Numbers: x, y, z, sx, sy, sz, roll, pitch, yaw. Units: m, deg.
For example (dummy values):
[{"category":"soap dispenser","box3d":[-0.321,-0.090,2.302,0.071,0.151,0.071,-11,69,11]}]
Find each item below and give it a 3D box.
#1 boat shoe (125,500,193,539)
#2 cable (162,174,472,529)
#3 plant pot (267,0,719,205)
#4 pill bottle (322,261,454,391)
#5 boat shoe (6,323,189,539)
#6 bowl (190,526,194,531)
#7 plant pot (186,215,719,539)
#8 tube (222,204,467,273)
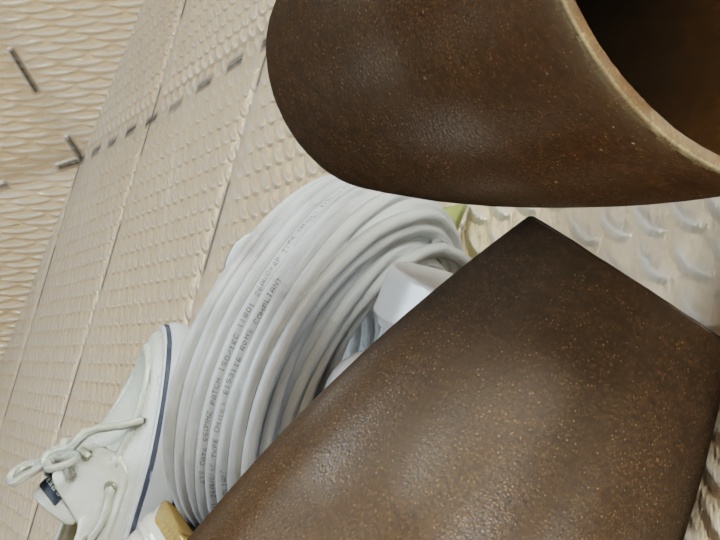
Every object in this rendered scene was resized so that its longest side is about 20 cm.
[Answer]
[{"category":"boat shoe","box3d":[-0.096,0.162,1.110,0.069,0.071,0.200,-34,-19,-7]},{"category":"cable","box3d":[-0.018,0.047,1.139,0.201,0.069,0.200,-59,-26,-15]},{"category":"plant pot","box3d":[0.060,-0.099,0.850,0.199,0.186,0.188,-19,52,48]},{"category":"pill bottle","box3d":[0.025,0.105,1.056,0.116,0.115,0.201,-128,56,-75]},{"category":"boat shoe","box3d":[-0.150,0.121,1.290,0.075,0.086,0.203,-137,64,-76]},{"category":"bowl","box3d":[-0.089,0.154,1.305,0.201,0.039,0.202,-164,90,-77]},{"category":"plant pot","box3d":[0.050,0.088,0.898,0.201,0.186,0.187,-57,14,2]},{"category":"tube","box3d":[0.000,0.000,1.267,0.058,0.200,0.052,-27,79,27]}]
